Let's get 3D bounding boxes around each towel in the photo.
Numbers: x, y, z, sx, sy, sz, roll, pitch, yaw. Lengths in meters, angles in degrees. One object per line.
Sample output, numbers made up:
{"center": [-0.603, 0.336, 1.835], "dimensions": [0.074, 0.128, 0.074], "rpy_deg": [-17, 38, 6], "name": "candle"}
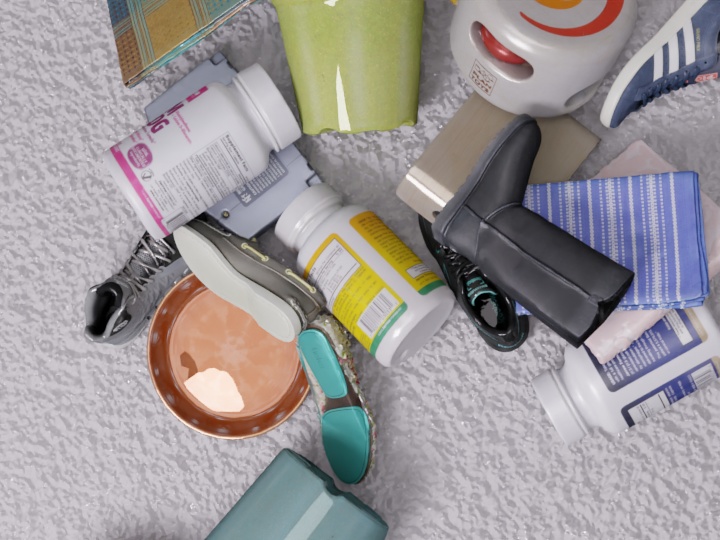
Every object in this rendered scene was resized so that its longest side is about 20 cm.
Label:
{"center": [0.282, -0.023, 1.437], "dimensions": [0.200, 0.032, 0.191], "rpy_deg": [-40, 48, 3], "name": "towel"}
{"center": [-0.202, -0.310, 1.533], "dimensions": [0.199, 0.022, 0.148], "rpy_deg": [-30, 54, 20], "name": "towel"}
{"center": [0.254, -0.028, 1.388], "dimensions": [0.198, 0.024, 0.147], "rpy_deg": [-4, 72, 14], "name": "towel"}

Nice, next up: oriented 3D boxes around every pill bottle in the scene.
{"center": [0.288, 0.104, 1.442], "dimensions": [0.199, 0.111, 0.112], "rpy_deg": [-30, 84, 7], "name": "pill bottle"}
{"center": [0.000, 0.000, 1.485], "dimensions": [0.200, 0.113, 0.113], "rpy_deg": [45, 95, 16], "name": "pill bottle"}
{"center": [-0.171, -0.133, 1.473], "dimensions": [0.199, 0.113, 0.114], "rpy_deg": [-34, 83, -5], "name": "pill bottle"}

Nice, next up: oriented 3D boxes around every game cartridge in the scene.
{"center": [-0.152, -0.136, 1.547], "dimensions": [0.133, 0.042, 0.201], "rpy_deg": [-38, 83, -1], "name": "game cartridge"}

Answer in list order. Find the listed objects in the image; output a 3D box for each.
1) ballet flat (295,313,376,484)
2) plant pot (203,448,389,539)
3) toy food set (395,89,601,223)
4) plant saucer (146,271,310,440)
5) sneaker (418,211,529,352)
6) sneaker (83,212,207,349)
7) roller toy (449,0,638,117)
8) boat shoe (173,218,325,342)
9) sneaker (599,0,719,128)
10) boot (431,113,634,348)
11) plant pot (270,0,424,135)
{"center": [-0.018, 0.138, 1.507], "dimensions": [0.075, 0.064, 0.202], "rpy_deg": [-6, 107, 25], "name": "ballet flat"}
{"center": [-0.082, 0.314, 1.462], "dimensions": [0.199, 0.200, 0.197], "rpy_deg": [36, 86, 8], "name": "plant pot"}
{"center": [0.154, -0.116, 1.480], "dimensions": [0.143, 0.060, 0.200], "rpy_deg": [38, 75, 6], "name": "toy food set"}
{"center": [-0.145, 0.092, 1.544], "dimensions": [0.198, 0.032, 0.203], "rpy_deg": [0, 90, 4], "name": "plant saucer"}
{"center": [0.127, -0.005, 1.488], "dimensions": [0.075, 0.079, 0.201], "rpy_deg": [-32, 82, 8], "name": "sneaker"}
{"center": [-0.248, 0.005, 1.527], "dimensions": [0.075, 0.115, 0.201], "rpy_deg": [33, 93, 8], "name": "sneaker"}
{"center": [0.189, -0.264, 1.437], "dimensions": [0.198, 0.140, 0.184], "rpy_deg": [3, 64, -10], "name": "roller toy"}
{"center": [-0.125, 0.001, 1.486], "dimensions": [0.201, 0.072, 0.060], "rpy_deg": [36, 57, 26], "name": "boat shoe"}
{"center": [0.348, -0.220, 1.461], "dimensions": [0.084, 0.075, 0.200], "rpy_deg": [42, 94, 12], "name": "sneaker"}
{"center": [0.194, -0.043, 1.367], "dimensions": [0.199, 0.066, 0.166], "rpy_deg": [38, 93, 27], "name": "boot"}
{"center": [-0.007, -0.246, 1.474], "dimensions": [0.198, 0.200, 0.187], "rpy_deg": [-4, 99, 9], "name": "plant pot"}
